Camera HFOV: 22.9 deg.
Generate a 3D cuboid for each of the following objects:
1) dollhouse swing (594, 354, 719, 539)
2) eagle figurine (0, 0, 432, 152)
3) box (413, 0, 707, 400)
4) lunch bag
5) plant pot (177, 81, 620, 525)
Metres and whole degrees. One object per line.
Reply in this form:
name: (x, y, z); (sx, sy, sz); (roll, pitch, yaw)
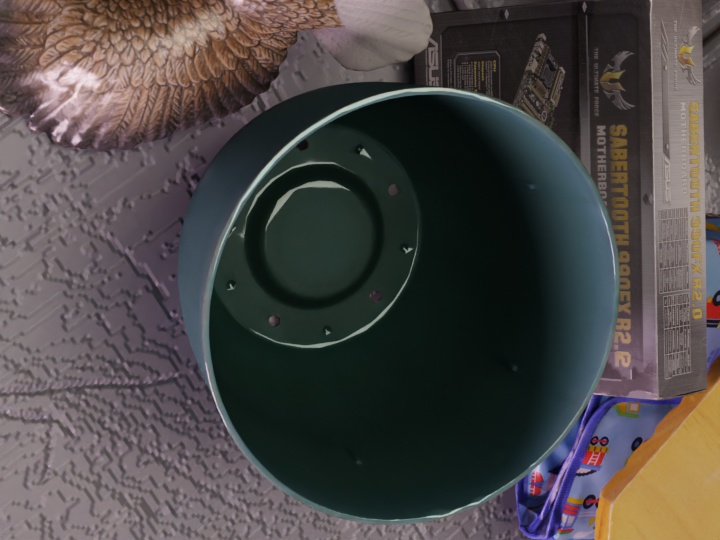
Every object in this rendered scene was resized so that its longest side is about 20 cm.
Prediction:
dollhouse swing: (0.212, 0.125, 0.997); (0.176, 0.182, 0.200); (43, 86, -8)
eagle figurine: (-0.078, -0.142, 0.850); (0.200, 0.150, 0.153); (-34, 118, -34)
box: (0.101, -0.039, 0.927); (0.048, 0.158, 0.202); (-6, 96, -47)
lunch bag: (0.165, 0.071, 1.018); (0.150, 0.094, 0.202); (2, 105, -37)
plant pot: (0.000, 0.000, 0.863); (0.199, 0.161, 0.202); (-5, 105, -19)
